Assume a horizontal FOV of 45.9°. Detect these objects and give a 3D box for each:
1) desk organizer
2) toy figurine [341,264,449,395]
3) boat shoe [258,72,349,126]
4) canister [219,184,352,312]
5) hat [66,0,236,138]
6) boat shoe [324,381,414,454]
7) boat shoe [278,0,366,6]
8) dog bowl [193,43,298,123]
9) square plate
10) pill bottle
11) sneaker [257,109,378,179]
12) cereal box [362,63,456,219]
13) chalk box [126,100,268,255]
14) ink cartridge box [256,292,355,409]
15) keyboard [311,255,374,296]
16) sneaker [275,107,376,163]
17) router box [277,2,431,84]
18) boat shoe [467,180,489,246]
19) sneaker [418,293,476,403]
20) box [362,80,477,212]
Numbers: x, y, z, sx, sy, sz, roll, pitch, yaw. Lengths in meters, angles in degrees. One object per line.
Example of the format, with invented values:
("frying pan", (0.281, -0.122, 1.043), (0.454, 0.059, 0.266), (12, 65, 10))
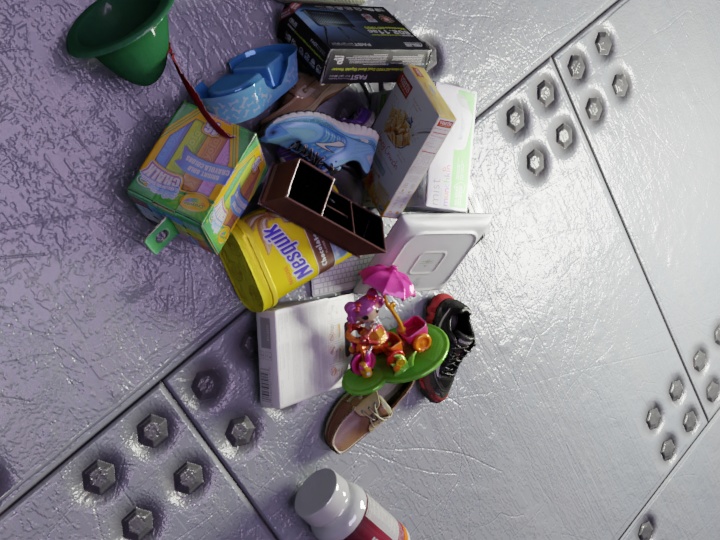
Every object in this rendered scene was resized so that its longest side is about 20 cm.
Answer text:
("desk organizer", (-0.046, -0.093, 1.288), (0.200, 0.077, 0.072), (27, 72, -31))
("toy figurine", (0.031, 0.081, 1.391), (0.200, 0.150, 0.184), (-29, 123, -14))
("boat shoe", (-0.095, -0.280, 1.348), (0.200, 0.071, 0.065), (-43, 109, -33))
("canister", (-0.113, -0.046, 1.338), (0.200, 0.087, 0.149), (-31, 108, -30))
("hat", (-0.288, -0.278, 1.178), (0.165, 0.200, 0.176), (-20, 135, 11))
("boat shoe", (0.019, 0.229, 1.453), (0.200, 0.074, 0.076), (-49, 117, -22))
("boat shoe", (-0.075, -0.458, 1.346), (0.200, 0.075, 0.062), (-9, 93, -39))
("dog bowl", (-0.163, -0.276, 1.258), (0.200, 0.111, 0.050), (-54, 138, -45))
("square plate", (0.110, -0.022, 1.447), (0.200, 0.198, 0.028), (-2, 50, -34))
("pill bottle", (-0.014, 0.425, 1.423), (0.200, 0.110, 0.110), (47, 68, -27))
("sneaker", (-0.059, -0.183, 1.273), (0.200, 0.078, 0.090), (7, 81, -31))
("cereal box", (0.065, -0.201, 1.334), (0.039, 0.144, 0.200), (6, 130, -30))
("chalk box", (-0.236, -0.110, 1.200), (0.124, 0.124, 0.200), (25, 76, 8))
("ink cartridge box", (-0.085, 0.126, 1.402), (0.200, 0.050, 0.161), (-13, 103, -53))
("keyboard", (0.000, 0.000, 1.463), (0.200, 0.011, 0.056), (-12, 100, -33))
("sneaker", (-0.053, -0.221, 1.376), (0.200, 0.081, 0.083), (-38, 91, -35))
("router box", (-0.010, -0.359, 1.343), (0.200, 0.150, 0.062), (-11, 137, -34))
("boat shoe", (0.169, -0.124, 1.533), (0.064, 0.071, 0.200), (-45, 118, -25))
("sneaker", (0.157, 0.144, 1.528), (0.071, 0.098, 0.201), (9, 90, -36))
("box", (0.094, -0.200, 1.413), (0.097, 0.176, 0.200), (5, 90, -36))
